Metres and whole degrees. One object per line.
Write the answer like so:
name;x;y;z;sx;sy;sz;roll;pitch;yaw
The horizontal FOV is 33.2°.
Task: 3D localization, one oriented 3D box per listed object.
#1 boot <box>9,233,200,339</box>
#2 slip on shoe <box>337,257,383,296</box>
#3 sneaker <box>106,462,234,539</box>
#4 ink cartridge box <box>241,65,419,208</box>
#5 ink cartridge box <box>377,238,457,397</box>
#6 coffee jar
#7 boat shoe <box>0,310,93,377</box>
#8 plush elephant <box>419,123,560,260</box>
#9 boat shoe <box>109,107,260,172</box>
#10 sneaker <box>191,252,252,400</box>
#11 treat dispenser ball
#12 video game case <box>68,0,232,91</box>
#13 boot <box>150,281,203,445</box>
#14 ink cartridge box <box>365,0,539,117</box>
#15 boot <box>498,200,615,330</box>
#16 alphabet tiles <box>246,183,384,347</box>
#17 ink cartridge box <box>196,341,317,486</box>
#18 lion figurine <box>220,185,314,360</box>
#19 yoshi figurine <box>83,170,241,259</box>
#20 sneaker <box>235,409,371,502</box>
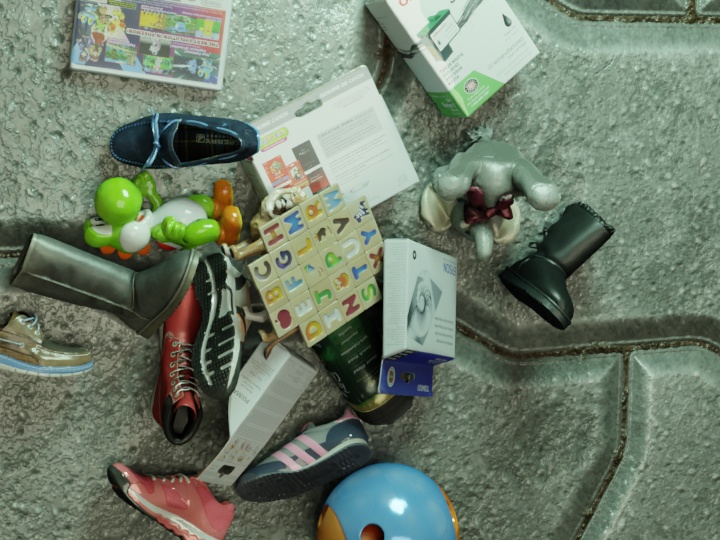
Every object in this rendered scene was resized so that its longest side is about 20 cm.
boot;-0.323;-0.002;1.528;0.199;0.073;0.182;31;126;-18
slip on shoe;0.000;0.000;1.639;0.199;0.076;0.061;9;121;-54
sneaker;-0.255;0.304;1.641;0.200;0.074;0.087;40;72;-24
ink cartridge box;-0.050;-0.155;1.616;0.199;0.084;0.177;-28;105;-12
ink cartridge box;0.081;0.069;1.633;0.040;0.199;0.202;0;84;24
coffee jar;-0.008;0.118;1.665;0.085;0.104;0.201;-37;108;-14
boat shoe;-0.436;0.090;1.533;0.198;0.072;0.073;8;95;-20
plush elephant;0.170;-0.092;1.674;0.163;0.201;0.156;2;121;-6
boat shoe;-0.228;-0.169;1.524;0.198;0.069;0.085;-7;98;14
sneaker;-0.168;0.077;1.564;0.080;0.073;0.202;39;41;-48
treat dispenser ball;0.038;0.368;1.670;0.199;0.201;0.203;-3;100;-18
video game case;-0.264;-0.335;1.549;0.198;0.023;0.184;6;97;-20
boot;-0.225;0.119;1.571;0.072;0.144;0.202;9;94;-17
ink cartridge box;0.124;-0.332;1.646;0.146;0.084;0.200;-42;109;-8
boot;0.291;-0.011;1.702;0.162;0.198;0.073;-41;112;-1
alphabet tiles;-0.048;-0.007;1.526;0.199;0.006;0.168;-32;111;-31
ink cartridge box;-0.147;0.190;1.605;0.047;0.160;0.201;36;86;16
lion figurine;-0.100;0.001;1.535;0.121;0.072;0.202;-18;97;-22
yoshi figurine;-0.258;-0.078;1.555;0.198;0.112;0.113;-7;85;-15
sneaker;-0.083;0.260;1.691;0.198;0.082;0.070;-20;135;4
